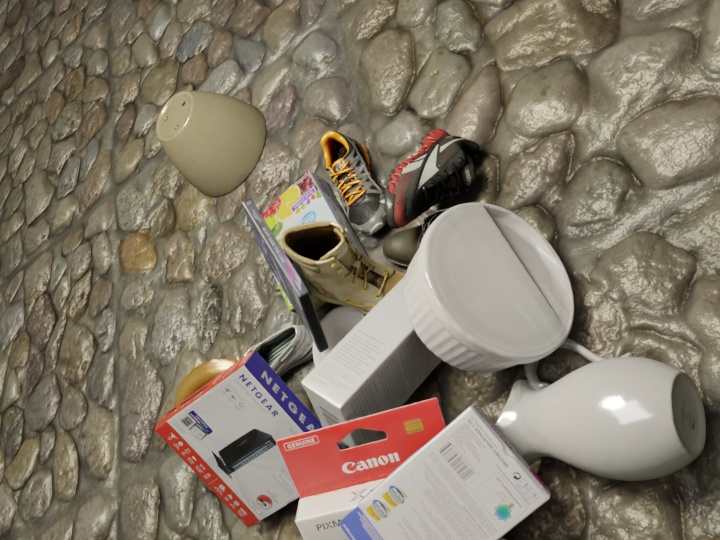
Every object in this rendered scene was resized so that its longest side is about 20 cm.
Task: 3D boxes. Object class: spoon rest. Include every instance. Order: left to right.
[{"bbox_3d":[-0.027,0.142,0.976,0.099,0.061,0.201,-20,61,30],"label":"spoon rest"}]

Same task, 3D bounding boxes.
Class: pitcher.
[{"bbox_3d":[0.251,0.136,0.734,0.200,0.121,0.172,-17,45,45],"label":"pitcher"}]

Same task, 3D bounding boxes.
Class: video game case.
[{"bbox_3d":[-0.108,0.007,0.985,0.019,0.143,0.200,-27,53,-10],"label":"video game case"}]

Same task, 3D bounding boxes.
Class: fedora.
[{"bbox_3d":[-0.178,0.208,1.020,0.200,0.201,0.082,-36,12,21],"label":"fedora"}]

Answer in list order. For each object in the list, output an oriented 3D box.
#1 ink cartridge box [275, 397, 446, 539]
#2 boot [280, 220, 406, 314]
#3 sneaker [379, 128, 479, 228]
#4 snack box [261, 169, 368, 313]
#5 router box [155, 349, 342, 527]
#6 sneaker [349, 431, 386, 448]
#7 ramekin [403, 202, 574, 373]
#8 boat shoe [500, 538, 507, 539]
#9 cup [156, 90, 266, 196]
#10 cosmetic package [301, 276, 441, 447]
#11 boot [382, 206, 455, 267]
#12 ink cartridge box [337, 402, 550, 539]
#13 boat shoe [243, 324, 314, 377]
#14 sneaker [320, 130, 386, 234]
[{"bbox_3d":[0.020,0.254,0.788,0.199,0.177,0.045,-17,20,9],"label":"ink cartridge box"},{"bbox_3d":[0.000,0.000,0.926,0.199,0.156,0.073,14,68,18],"label":"boot"},{"bbox_3d":[0.102,-0.126,0.945,0.098,0.071,0.201,15,47,30],"label":"sneaker"},{"bbox_3d":[-0.084,-0.046,1.106,0.142,0.053,0.200,-42,52,18],"label":"snack box"},{"bbox_3d":[-0.153,0.236,0.954,0.179,0.200,0.049,-36,11,21],"label":"router box"},{"bbox_3d":[0.032,0.246,0.887,0.099,0.078,0.201,7,74,22],"label":"sneaker"},{"bbox_3d":[0.143,0.028,0.809,0.094,0.201,0.203,131,140,-53],"label":"ramekin"},{"bbox_3d":[0.162,0.345,0.713,0.202,0.065,0.075,33,103,30],"label":"boat shoe"},{"bbox_3d":[-0.302,-0.262,1.312,0.200,0.143,0.201,-17,61,32],"label":"cup"},{"bbox_3d":[0.028,0.114,0.858,0.071,0.102,0.200,26,58,37],"label":"cosmetic package"},{"bbox_3d":[0.096,-0.053,0.938,0.199,0.097,0.075,-6,67,36],"label":"boot"},{"bbox_3d":[0.085,0.250,0.727,0.200,0.042,0.119,-43,76,8],"label":"ink cartridge box"},{"bbox_3d":[-0.151,0.139,1.069,0.200,0.067,0.074,-39,51,18],"label":"boat shoe"},{"bbox_3d":[-0.014,-0.139,1.077,0.078,0.077,0.200,-37,54,18],"label":"sneaker"}]
